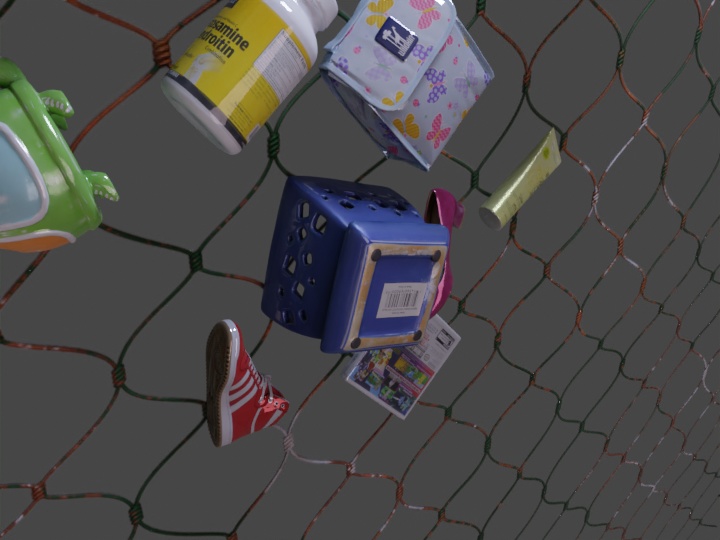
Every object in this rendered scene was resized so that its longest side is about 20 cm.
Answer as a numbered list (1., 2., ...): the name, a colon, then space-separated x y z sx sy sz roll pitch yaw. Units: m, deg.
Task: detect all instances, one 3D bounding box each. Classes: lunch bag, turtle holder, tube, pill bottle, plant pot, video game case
1. lunch bag: 0.056 -0.257 0.876 0.171 0.126 0.200 -52 128 -7
2. turtle holder: -0.321 -0.104 0.626 0.130 0.140 0.189 -32 131 -20
3. tube: 0.282 -0.154 1.173 0.200 0.052 0.058 -46 174 -18
4. pill bottle: -0.116 -0.237 0.747 0.201 0.111 0.112 -51 134 -6
5. plant pot: 0.000 0.000 0.923 0.196 0.179 0.205 0 112 -39
6. video game case: 0.074 0.146 1.172 0.184 0.023 0.200 -53 136 -5

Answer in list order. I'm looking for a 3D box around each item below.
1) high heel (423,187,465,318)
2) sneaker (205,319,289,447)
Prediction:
1. high heel: 0.111 -0.024 1.070 0.095 0.066 0.205 18 93 -53
2. sneaker: -0.153 0.147 0.947 0.110 0.071 0.205 -11 126 -31
